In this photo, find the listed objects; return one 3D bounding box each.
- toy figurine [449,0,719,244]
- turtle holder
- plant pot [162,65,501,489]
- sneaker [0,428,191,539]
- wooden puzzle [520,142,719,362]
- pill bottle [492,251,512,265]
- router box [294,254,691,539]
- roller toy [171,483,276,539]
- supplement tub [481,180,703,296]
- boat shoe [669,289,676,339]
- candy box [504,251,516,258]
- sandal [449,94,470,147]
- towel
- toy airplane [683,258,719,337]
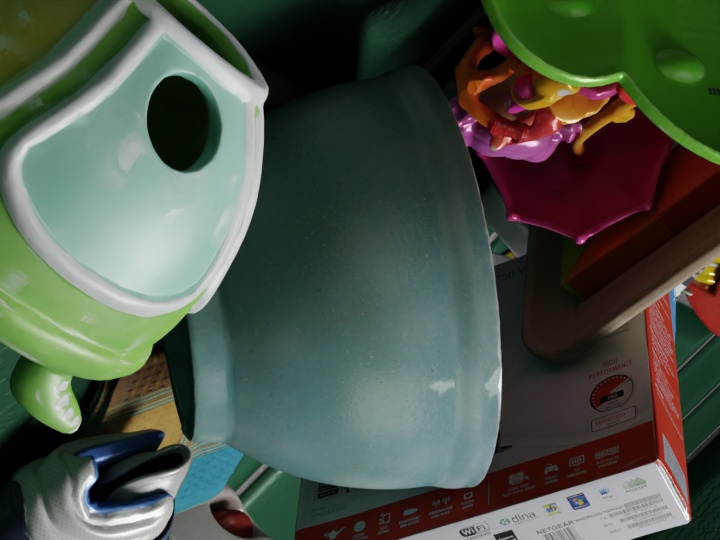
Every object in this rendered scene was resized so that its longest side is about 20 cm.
[{"bbox_3d":[0.101,-0.079,0.899,0.198,0.152,0.184,1,158,-26],"label":"toy figurine"},{"bbox_3d":[-0.116,-0.053,0.657,0.132,0.185,0.141,-44,-165,11],"label":"turtle holder"},{"bbox_3d":[-0.026,0.012,0.923,0.133,0.202,0.201,-8,153,-13],"label":"plant pot"},{"bbox_3d":[-0.123,0.153,1.099,0.146,0.081,0.199,-39,142,28],"label":"sneaker"},{"bbox_3d":[0.161,-0.064,1.001,0.199,0.037,0.186,-34,-151,32],"label":"wooden puzzle"},{"bbox_3d":[0.048,0.071,1.260,0.114,0.115,0.200,-32,170,-29],"label":"pill bottle"},{"bbox_3d":[0.066,0.077,1.025,0.198,0.180,0.049,-20,127,19],"label":"router box"},{"bbox_3d":[-0.120,0.241,1.300,0.182,0.140,0.201,-30,158,-36],"label":"roller toy"},{"bbox_3d":[0.184,-0.069,1.220,0.200,0.140,0.140,-45,162,9],"label":"supplement tub"},{"bbox_3d":[0.145,0.022,1.133,0.068,0.084,0.202,-5,121,1],"label":"boat shoe"},{"bbox_3d":[0.100,0.024,1.455,0.199,0.026,0.103,-29,154,-37],"label":"candy box"},{"bbox_3d":[0.107,-0.117,1.086,0.199,0.055,0.082,-24,170,-44],"label":"sandal"},{"bbox_3d":[-0.111,0.092,1.143,0.146,0.022,0.201,-19,151,-37],"label":"towel"},{"bbox_3d":[0.264,-0.065,1.460,0.200,0.140,0.201,38,62,-64],"label":"toy airplane"}]
